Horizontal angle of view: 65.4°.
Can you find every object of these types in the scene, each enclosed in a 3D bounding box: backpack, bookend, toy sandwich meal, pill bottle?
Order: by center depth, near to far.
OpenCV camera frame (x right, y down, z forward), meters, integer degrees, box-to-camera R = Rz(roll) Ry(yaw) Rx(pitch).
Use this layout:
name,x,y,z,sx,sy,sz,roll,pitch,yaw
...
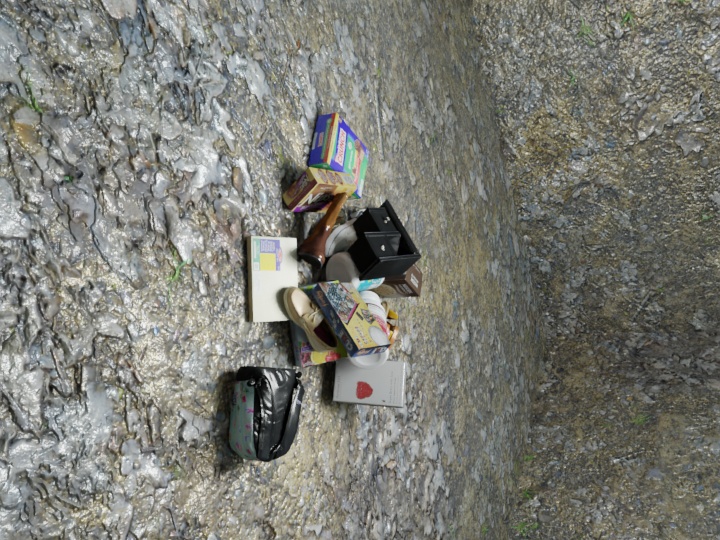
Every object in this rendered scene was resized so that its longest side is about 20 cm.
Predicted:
name,x,y,z,sx,sy,sz,roll,pitch,yaw
backpack,-0.218,0.321,1.260,0.164,0.124,0.207,13,76,-46
pill bottle,0.017,0.156,1.523,0.203,0.110,0.114,-92,157,-50
bookend,0.040,-0.087,1.525,0.196,0.092,0.203,-5,60,-51
pill bottle,0.000,0.000,1.578,0.198,0.108,0.115,-10,95,-53
toy sandwich meal,0.049,0.184,1.669,0.069,0.205,0.208,32,51,-11

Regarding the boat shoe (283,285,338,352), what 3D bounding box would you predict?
name,x,y,z,sx,sy,sz,roll,pitch,yaw
boat shoe,-0.115,0.119,1.381,0.202,0.068,0.074,58,48,-28

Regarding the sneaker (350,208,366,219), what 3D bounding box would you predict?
name,x,y,z,sx,sy,sz,roll,pitch,yaw
sneaker,0.052,-0.127,1.797,0.197,0.078,0.134,-8,82,-59

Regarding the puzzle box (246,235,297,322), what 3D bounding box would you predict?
name,x,y,z,sx,sy,sz,roll,pitch,yaw
puzzle box,-0.212,0.020,1.364,0.130,0.025,0.207,1,85,-40

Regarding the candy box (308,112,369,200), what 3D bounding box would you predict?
name,x,y,z,sx,sy,sz,roll,pitch,yaw
candy box,-0.060,-0.333,1.656,0.199,0.075,0.174,38,55,-50

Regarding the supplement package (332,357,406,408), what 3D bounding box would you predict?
name,x,y,z,sx,sy,sz,roll,pitch,yaw
supplement package,0.029,0.317,1.580,0.120,0.193,0.125,63,31,-74

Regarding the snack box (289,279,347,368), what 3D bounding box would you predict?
name,x,y,z,sx,sy,sz,roll,pitch,yaw
snack box,-0.114,0.138,1.469,0.139,0.053,0.207,-10,95,-28

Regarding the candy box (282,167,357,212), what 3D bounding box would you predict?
name,x,y,z,sx,sy,sz,roll,pitch,yaw
candy box,-0.107,-0.214,1.516,0.057,0.116,0.198,57,27,13

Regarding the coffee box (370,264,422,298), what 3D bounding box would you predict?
name,x,y,z,sx,sy,sz,roll,pitch,yaw
coffee box,0.081,0.025,1.731,0.114,0.195,0.082,44,50,-46

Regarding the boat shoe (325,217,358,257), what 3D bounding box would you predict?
name,x,y,z,sx,sy,sz,roll,pitch,yaw
boat shoe,-0.035,-0.088,1.576,0.200,0.064,0.075,-45,158,-47

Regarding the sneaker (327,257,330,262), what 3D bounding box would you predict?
name,x,y,z,sx,sy,sz,roll,pitch,yaw
sneaker,-0.038,-0.061,1.668,0.199,0.065,0.093,-28,112,-55

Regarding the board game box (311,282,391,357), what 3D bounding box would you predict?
name,x,y,z,sx,sy,sz,roll,pitch,yaw
board game box,-0.022,0.117,1.387,0.134,0.035,0.202,3,47,-51

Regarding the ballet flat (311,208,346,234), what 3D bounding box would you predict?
name,x,y,z,sx,sy,sz,roll,pitch,yaw
ballet flat,-0.073,-0.130,1.619,0.201,0.062,0.069,-51,123,-49

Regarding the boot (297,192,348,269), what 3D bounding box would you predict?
name,x,y,z,sx,sy,sz,roll,pitch,yaw
boot,-0.082,-0.106,1.438,0.068,0.188,0.203,34,87,-8
